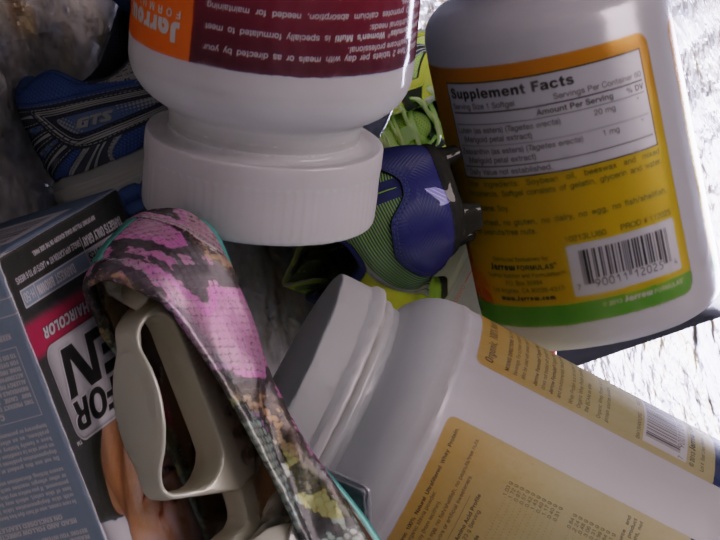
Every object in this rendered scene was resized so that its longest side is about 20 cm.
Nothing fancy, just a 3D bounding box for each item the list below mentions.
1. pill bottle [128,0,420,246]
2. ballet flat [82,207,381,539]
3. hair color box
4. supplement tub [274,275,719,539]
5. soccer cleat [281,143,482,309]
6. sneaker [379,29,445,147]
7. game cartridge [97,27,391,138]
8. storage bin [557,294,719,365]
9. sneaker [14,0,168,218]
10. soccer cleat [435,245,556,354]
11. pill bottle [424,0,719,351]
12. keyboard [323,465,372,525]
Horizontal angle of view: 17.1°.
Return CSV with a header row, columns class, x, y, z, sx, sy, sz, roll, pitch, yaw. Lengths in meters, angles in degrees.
class,x,y,z,sx,sy,sz,roll,pitch,yaw
pill bottle,-0.030,-0.117,0.890,0.110,0.109,0.200,-35,135,-64
ballet flat,-0.049,0.075,0.875,0.071,0.069,0.200,-36,105,-45
hair color box,-0.100,0.081,0.900,0.099,0.061,0.200,-39,112,-63
supplement tub,0.051,0.101,1.010,0.200,0.144,0.144,28,38,-5
soccer cleat,0.000,-0.001,1.103,0.200,0.084,0.065,108,-35,-67
sneaker,0.010,-0.076,1.201,0.075,0.076,0.200,65,28,-23
game cartridge,-0.040,-0.113,1.118,0.133,0.040,0.200,38,37,-15
storage bin,0.107,0.007,1.286,0.200,0.134,0.146,7,70,-62
sneaker,-0.057,-0.101,0.993,0.200,0.077,0.085,-39,100,-21
soccer cleat,0.059,-0.034,1.174,0.069,0.077,0.200,-9,103,-70
pill bottle,0.091,-0.074,1.074,0.111,0.111,0.200,-39,120,-63
keyboard,-0.015,0.161,0.955,0.011,0.056,0.200,-37,133,-46
